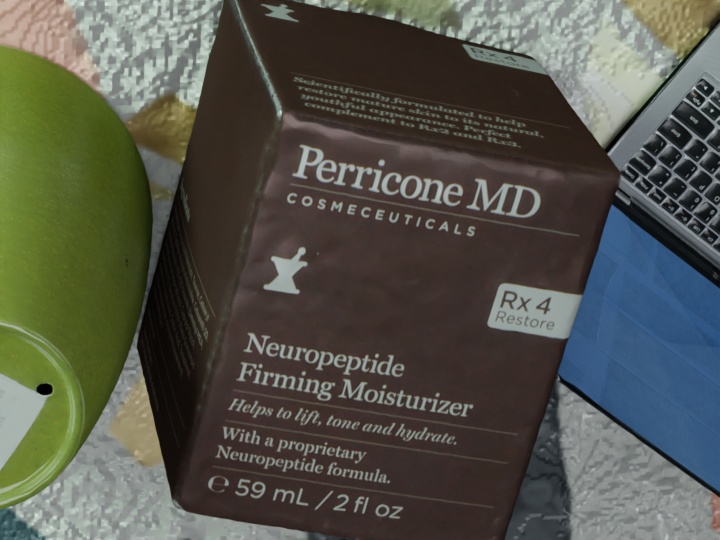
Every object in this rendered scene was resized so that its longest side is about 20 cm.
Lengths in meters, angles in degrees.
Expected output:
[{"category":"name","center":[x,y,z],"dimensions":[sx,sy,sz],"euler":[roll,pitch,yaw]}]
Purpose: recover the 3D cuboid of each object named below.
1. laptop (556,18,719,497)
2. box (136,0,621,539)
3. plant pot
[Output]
[{"category":"laptop","center":[0.212,0.001,1.150],"dimensions":[0.187,0.116,0.200],"euler":[35,104,-25]},{"category":"box","center":[0.000,0.000,1.078],"dimensions":[0.165,0.164,0.201],"euler":[10,113,-16]},{"category":"plant pot","center":[-0.176,0.019,1.032],"dimensions":[0.186,0.200,0.189],"euler":[-5,117,-10]}]
